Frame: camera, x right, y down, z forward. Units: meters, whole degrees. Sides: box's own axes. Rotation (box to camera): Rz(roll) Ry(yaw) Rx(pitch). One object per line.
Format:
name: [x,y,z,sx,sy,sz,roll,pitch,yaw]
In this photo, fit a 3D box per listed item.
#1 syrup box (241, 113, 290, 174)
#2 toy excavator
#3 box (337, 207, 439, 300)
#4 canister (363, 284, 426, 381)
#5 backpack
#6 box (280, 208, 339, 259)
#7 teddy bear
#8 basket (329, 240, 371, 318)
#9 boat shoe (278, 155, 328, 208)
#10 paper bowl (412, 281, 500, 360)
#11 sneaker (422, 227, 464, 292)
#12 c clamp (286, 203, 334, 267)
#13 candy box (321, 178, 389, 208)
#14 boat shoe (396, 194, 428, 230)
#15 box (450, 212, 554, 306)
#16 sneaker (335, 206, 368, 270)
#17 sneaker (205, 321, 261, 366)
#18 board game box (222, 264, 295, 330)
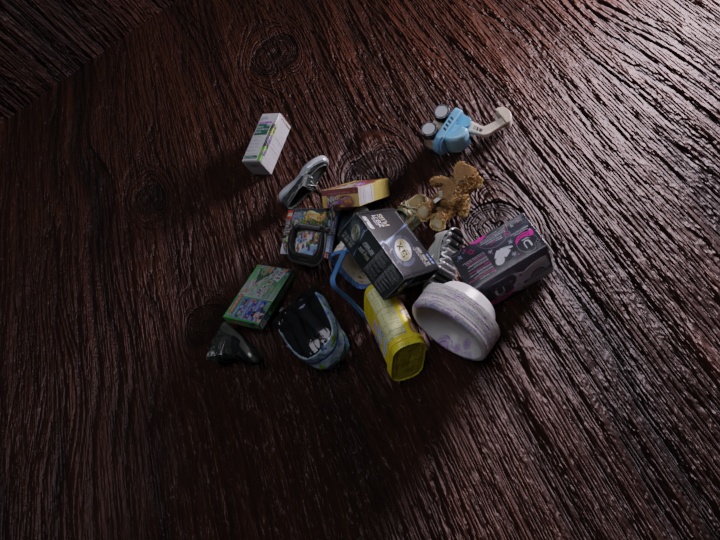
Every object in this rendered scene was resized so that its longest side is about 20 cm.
syrup box: [-0.313,-0.424,2.140,0.078,0.081,0.201,5,65,29]
toy excavator: [0.299,-0.394,1.797,0.199,0.100,0.195,32,81,25]
box: [0.068,-0.045,1.538,0.086,0.163,0.201,-46,70,33]
canister: [0.077,0.141,1.538,0.086,0.149,0.201,-15,51,-13]
backpack: [-0.117,0.162,1.649,0.163,0.154,0.200,-41,29,-3]
box: [-0.147,-0.106,1.821,0.199,0.038,0.138,5,85,48]
teddy bear: [0.239,-0.194,1.714,0.144,0.067,0.201,19,75,31]
basket: [0.000,0.000,1.652,0.138,0.176,0.201,-4,54,37]
boat shoe: [-0.164,-0.265,1.979,0.200,0.072,0.071,-45,59,10]
paper bowl: [0.225,0.104,1.450,0.200,0.201,0.105,23,63,36]
sneaker: [0.199,-0.014,1.629,0.081,0.075,0.201,1,62,50]
c clamp: [-0.139,-0.096,1.766,0.199,0.027,0.172,4,89,47]
candy box: [-0.011,-0.216,1.787,0.116,0.200,0.057,-1,102,28]
boat shoe: [0.109,-0.137,1.748,0.201,0.063,0.073,-45,51,-3]
box: [0.336,-0.014,1.506,0.199,0.132,0.115,-31,53,7]
sneaker: [-0.053,-0.076,1.795,0.145,0.077,0.204,0,73,41]
sneaker: [-0.353,0.231,1.765,0.199,0.076,0.115,30,80,41]
board game box: [-0.288,0.072,1.829,0.134,0.029,0.201,8,54,32]
